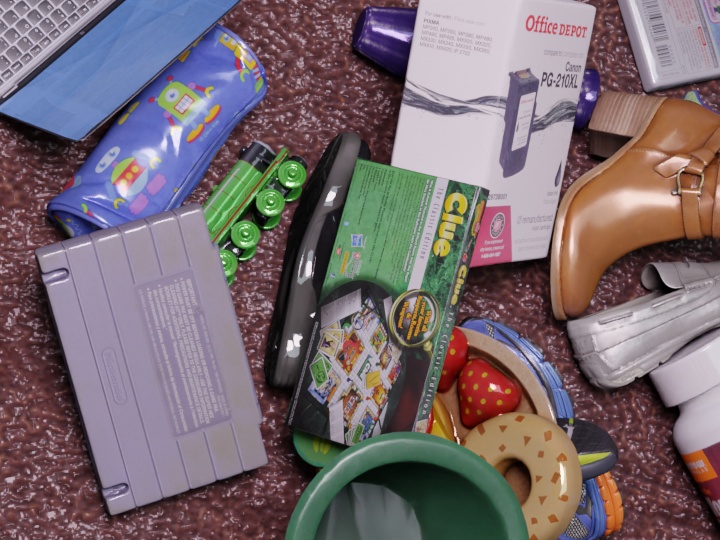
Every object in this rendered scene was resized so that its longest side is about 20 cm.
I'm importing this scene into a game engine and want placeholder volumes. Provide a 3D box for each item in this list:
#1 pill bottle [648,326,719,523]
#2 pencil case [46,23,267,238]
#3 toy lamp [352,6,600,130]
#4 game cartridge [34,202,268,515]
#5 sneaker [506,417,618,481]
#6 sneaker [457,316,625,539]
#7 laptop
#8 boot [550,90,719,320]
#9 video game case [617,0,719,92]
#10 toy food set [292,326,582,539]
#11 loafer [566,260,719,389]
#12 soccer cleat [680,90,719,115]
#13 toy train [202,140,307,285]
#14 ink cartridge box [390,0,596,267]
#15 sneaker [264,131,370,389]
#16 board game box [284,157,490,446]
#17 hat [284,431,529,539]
[{"bbox_3d":[0.313,0.145,1.551,0.109,0.110,0.201,-30,88,-21],"label":"pill bottle"},{"bbox_3d":[-0.146,-0.091,1.473,0.087,0.078,0.200,30,70,16],"label":"pencil case"},{"bbox_3d":[0.091,-0.163,1.576,0.199,0.058,0.059,16,74,-13],"label":"toy lamp"},{"bbox_3d":[-0.147,0.063,1.427,0.129,0.038,0.201,-18,105,-17],"label":"game cartridge"},{"bbox_3d":[0.105,0.174,1.470,0.199,0.074,0.081,-26,106,22],"label":"sneaker"},{"bbox_3d":[0.126,0.126,1.518,0.078,0.075,0.201,-29,87,-17],"label":"sneaker"},{"bbox_3d":[-0.217,-0.210,1.458,0.200,0.116,0.187,47,69,-3],"label":"laptop"},{"bbox_3d":[0.238,-0.040,1.552,0.154,0.077,0.201,15,68,17],"label":"boot"},{"bbox_3d":[0.294,-0.262,1.679,0.181,0.024,0.201,-13,82,-20],"label":"video game case"},{"bbox_3d":[0.051,0.139,1.418,0.198,0.049,0.201,-38,69,17],"label":"toy food set"},{"bbox_3d":[0.253,0.021,1.580,0.199,0.070,0.070,-31,95,-19],"label":"loafer"},{"bbox_3d":[0.344,-0.089,1.636,0.199,0.065,0.084,20,70,-12],"label":"soccer cleat"},{"bbox_3d":[-0.112,-0.018,1.492,0.056,0.042,0.200,35,70,4],"label":"toy train"},{"bbox_3d":[0.095,-0.112,1.480,0.084,0.145,0.201,15,101,27],"label":"ink cartridge box"},{"bbox_3d":[0.000,0.000,1.505,0.113,0.076,0.201,13,78,-16],"label":"sneaker"},{"bbox_3d":[0.018,0.027,1.412,0.104,0.023,0.201,15,89,31],"label":"board game box"},{"bbox_3d":[-0.001,0.185,1.398,0.199,0.176,0.167,22,86,-16],"label":"hat"}]
